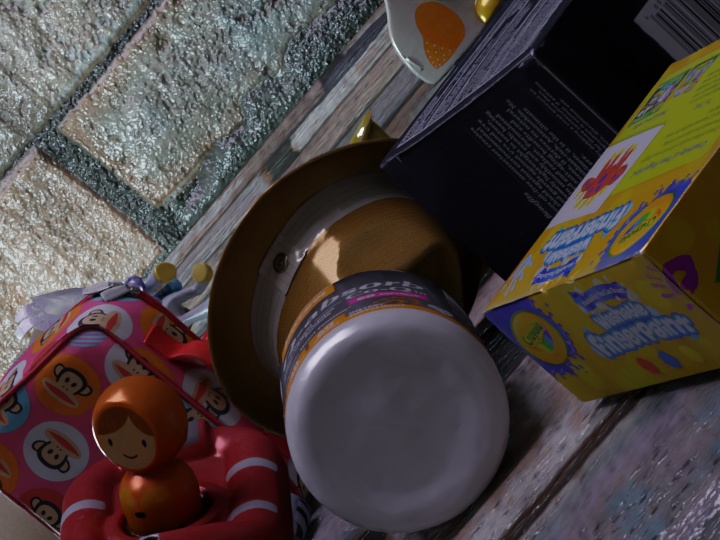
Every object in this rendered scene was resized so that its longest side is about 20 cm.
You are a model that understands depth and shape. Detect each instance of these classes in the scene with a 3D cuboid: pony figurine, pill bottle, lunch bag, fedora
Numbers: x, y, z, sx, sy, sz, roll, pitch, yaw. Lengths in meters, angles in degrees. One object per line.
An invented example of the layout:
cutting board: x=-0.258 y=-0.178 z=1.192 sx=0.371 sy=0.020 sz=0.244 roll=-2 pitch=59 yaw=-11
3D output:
pony figurine: x=-0.230 y=0.065 z=2.680 sx=0.193 sy=0.167 sz=0.200 roll=-17 pitch=-15 yaw=-32
pill bottle: x=0.014 y=0.063 z=1.405 sx=0.116 sy=0.116 sz=0.200 roll=-49 pitch=9 yaw=4
lunch bag: x=-0.130 y=0.109 z=1.673 sx=0.176 sy=0.200 sz=0.082 roll=-42 pitch=12 yaw=28
fedora: x=0.007 y=0.023 z=1.557 sx=0.201 sy=0.201 sz=0.082 roll=-50 pitch=39 yaw=0

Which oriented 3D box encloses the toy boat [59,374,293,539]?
toy boat: x=-0.108 y=0.118 z=1.411 sx=0.130 sy=0.131 sz=0.200 roll=-15 pitch=22 yaw=2

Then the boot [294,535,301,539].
boot: x=-0.077 y=0.220 z=1.406 sx=0.200 sy=0.070 sz=0.146 roll=-45 pitch=16 yaw=-17

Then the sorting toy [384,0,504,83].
sorting toy: x=0.063 y=-0.319 z=2.618 sx=0.107 sy=0.180 sz=0.200 roll=-43 pitch=11 yaw=39

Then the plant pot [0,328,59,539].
plant pot: x=-0.199 y=0.173 z=1.929 sx=0.201 sy=0.187 sz=0.187 roll=-65 pitch=10 yaw=-7

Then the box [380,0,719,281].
box: x=0.143 y=-0.117 z=1.486 sx=0.200 sy=0.123 sz=0.198 roll=-52 pitch=10 yaw=-27

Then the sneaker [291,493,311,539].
sneaker: x=-0.122 y=0.194 z=1.637 sx=0.200 sy=0.087 sz=0.074 roll=-48 pitch=8 yaw=13

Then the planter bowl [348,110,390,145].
planter bowl: x=0.000 y=0.000 z=1.766 sx=0.200 sy=0.083 sz=0.201 roll=-155 pitch=90 yaw=-85

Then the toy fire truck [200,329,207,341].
toy fire truck: x=-0.103 y=0.050 z=2.314 sx=0.141 sy=0.049 sz=0.200 roll=-52 pitch=9 yaw=-16

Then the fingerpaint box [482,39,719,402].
fingerpaint box: x=0.160 y=-0.032 z=1.194 sx=0.167 sy=0.073 sz=0.200 roll=-52 pitch=8 yaw=-18
